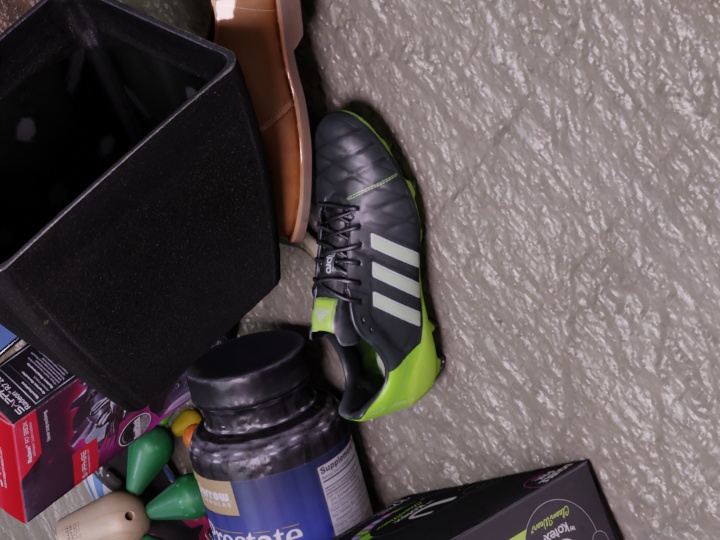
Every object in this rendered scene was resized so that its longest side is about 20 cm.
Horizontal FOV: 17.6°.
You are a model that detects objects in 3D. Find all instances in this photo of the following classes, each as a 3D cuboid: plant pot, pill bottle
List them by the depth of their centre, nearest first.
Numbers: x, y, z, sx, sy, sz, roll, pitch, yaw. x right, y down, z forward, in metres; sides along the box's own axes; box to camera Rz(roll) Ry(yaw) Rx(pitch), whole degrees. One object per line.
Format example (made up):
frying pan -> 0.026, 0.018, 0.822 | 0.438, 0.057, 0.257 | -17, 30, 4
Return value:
plant pot -> -0.164, -0.033, 1.459 | 0.200, 0.199, 0.178 | 27, 154, 47
pill bottle -> -0.053, 0.148, 1.596 | 0.112, 0.112, 0.201 | 4, 116, 48

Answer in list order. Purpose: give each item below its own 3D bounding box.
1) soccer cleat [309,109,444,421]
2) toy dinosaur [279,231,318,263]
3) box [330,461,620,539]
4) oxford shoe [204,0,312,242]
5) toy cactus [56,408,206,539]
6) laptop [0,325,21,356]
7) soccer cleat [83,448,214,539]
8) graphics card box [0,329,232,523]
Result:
soccer cleat -> 0.000, 0.000, 1.465 | 0.067, 0.081, 0.201 | 8, 118, 47
toy dinosaur -> -0.084, -0.050, 1.564 | 0.200, 0.047, 0.088 | 28, 146, 36
box -> 0.058, 0.215, 1.478 | 0.200, 0.148, 0.125 | -18, 97, 53
oxford shoe -> -0.068, -0.110, 1.468 | 0.071, 0.071, 0.201 | -123, 24, -68
toy cactus -> -0.144, 0.177, 1.701 | 0.165, 0.102, 0.201 | -19, 88, 14
laptop -> -0.273, -0.023, 1.672 | 0.177, 0.103, 0.201 | -114, 21, -67
soccer cleat -> -0.157, 0.193, 1.796 | 0.200, 0.070, 0.086 | 62, 164, -3
graphics card box -> -0.174, 0.073, 1.602 | 0.051, 0.200, 0.126 | 38, 149, 24
